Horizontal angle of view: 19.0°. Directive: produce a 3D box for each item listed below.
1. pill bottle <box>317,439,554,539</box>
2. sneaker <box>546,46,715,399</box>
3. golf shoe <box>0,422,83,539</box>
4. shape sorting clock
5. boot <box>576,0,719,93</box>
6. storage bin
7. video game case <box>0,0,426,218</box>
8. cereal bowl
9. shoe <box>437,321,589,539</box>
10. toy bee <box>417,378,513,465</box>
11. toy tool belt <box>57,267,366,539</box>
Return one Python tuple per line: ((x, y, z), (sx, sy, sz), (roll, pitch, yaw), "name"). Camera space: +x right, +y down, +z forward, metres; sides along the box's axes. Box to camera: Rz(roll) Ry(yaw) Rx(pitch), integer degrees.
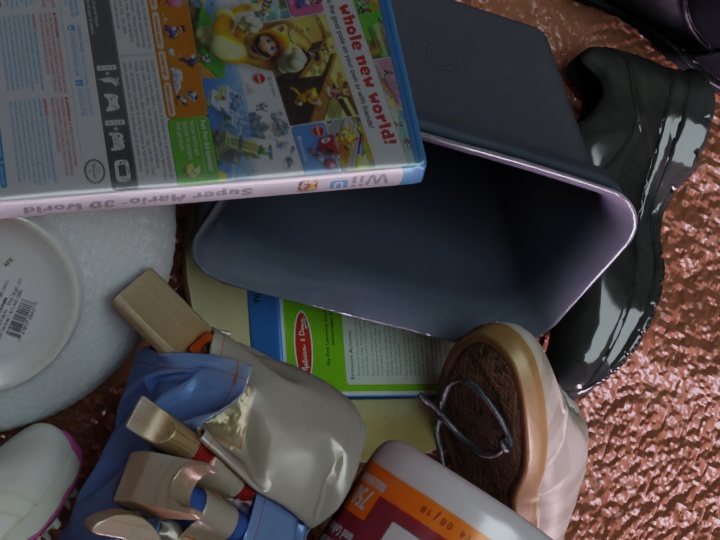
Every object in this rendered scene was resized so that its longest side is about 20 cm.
((0.004, 0.187, 0.964), (0.113, 0.113, 0.201), (35, 84, -20), "pill bottle")
((0.123, -0.028, 1.172), (0.090, 0.076, 0.202), (21, 73, -14), "sneaker")
((-0.202, 0.115, 0.937), (0.200, 0.075, 0.092), (-43, 105, -41), "golf shoe")
((0.000, 0.000, 1.122), (0.198, 0.039, 0.202), (6, 77, -28), "shape sorting clock")
((0.188, -0.168, 1.145), (0.200, 0.168, 0.077), (36, 75, -19), "boot")
((0.015, -0.060, 1.055), (0.199, 0.146, 0.135), (15, 46, -25), "storage bin")
((-0.081, -0.093, 0.926), (0.198, 0.018, 0.144), (-5, 60, -11), "video game case")
((-0.177, -0.006, 0.967), (0.198, 0.083, 0.202), (-6, 119, -11), "cereal bowl")
((0.081, 0.089, 1.102), (0.053, 0.070, 0.201), (-36, 146, -25), "shoe")
((0.021, 0.165, 1.078), (0.108, 0.130, 0.201), (-33, 112, -34), "toy bee")
((-0.090, 0.110, 0.943), (0.123, 0.124, 0.201), (36, 60, -28), "toy tool belt")
